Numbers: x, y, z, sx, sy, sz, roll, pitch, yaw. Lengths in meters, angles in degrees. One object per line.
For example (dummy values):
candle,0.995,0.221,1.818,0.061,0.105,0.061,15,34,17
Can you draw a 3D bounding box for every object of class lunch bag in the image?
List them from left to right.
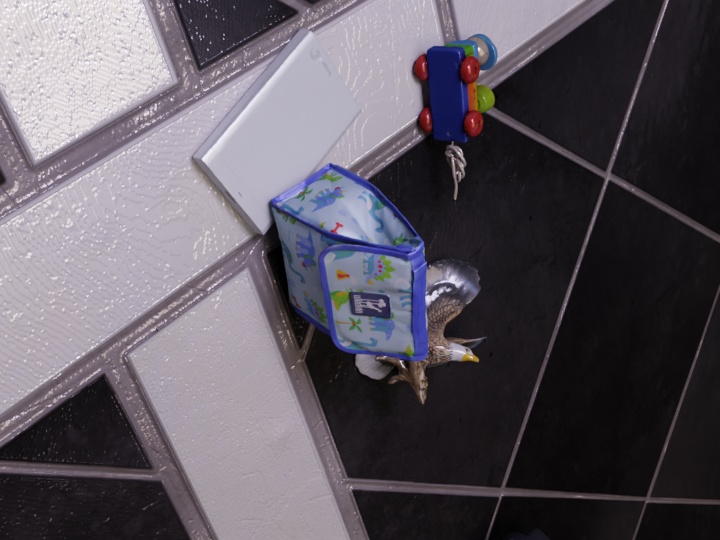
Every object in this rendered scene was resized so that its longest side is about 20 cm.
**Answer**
lunch bag,0.000,0.000,1.121,0.127,0.199,0.171,-37,139,-30

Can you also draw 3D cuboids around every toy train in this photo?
toy train,0.142,-0.211,1.295,0.116,0.084,0.202,-38,129,-46

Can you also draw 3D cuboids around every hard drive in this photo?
hard drive,-0.091,-0.159,1.116,0.201,0.026,0.132,-53,134,-16

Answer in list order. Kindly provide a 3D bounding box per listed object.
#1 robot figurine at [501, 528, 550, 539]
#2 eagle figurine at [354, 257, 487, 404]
robot figurine,0.255,0.529,1.640,0.199,0.124,0.152,-33,115,-32
eagle figurine,0.101,0.095,1.349,0.152,0.151,0.200,-46,-175,33
